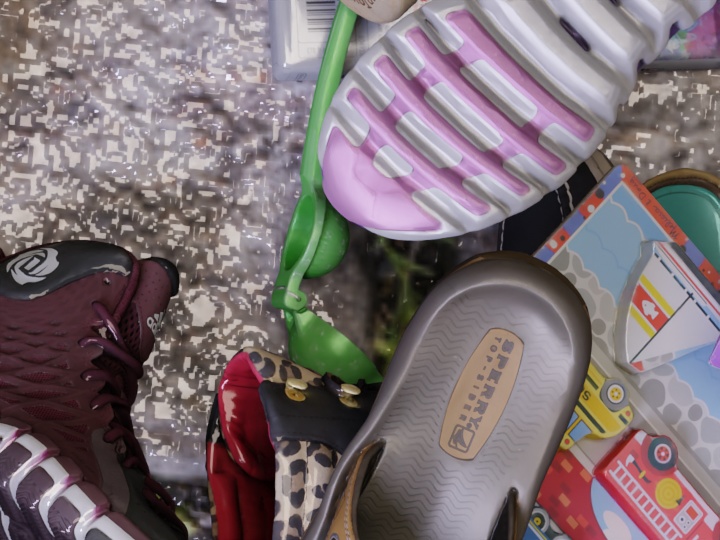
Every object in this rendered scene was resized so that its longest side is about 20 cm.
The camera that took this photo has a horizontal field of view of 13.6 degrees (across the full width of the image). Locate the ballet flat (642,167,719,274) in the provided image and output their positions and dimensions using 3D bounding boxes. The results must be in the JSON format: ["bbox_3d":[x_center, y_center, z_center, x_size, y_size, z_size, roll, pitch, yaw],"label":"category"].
[{"bbox_3d":[0.125,0.064,1.118,0.068,0.063,0.202,3,85,13],"label":"ballet flat"}]

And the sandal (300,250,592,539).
[{"bbox_3d":[0.024,0.093,0.973,0.081,0.055,0.201,22,98,-7],"label":"sandal"}]

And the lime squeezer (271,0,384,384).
[{"bbox_3d":[0.000,0.000,1.108,0.070,0.038,0.201,-18,93,1],"label":"lime squeezer"}]

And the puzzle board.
[{"bbox_3d":[0.108,0.085,1.042,0.151,0.017,0.200,-46,103,-20],"label":"puzzle board"}]

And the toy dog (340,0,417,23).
[{"bbox_3d":[-0.011,-0.183,1.081,0.199,0.096,0.132,28,66,-5],"label":"toy dog"}]

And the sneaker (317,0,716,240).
[{"bbox_3d":[0.065,-0.083,1.090,0.200,0.088,0.081,-42,94,-11],"label":"sneaker"}]

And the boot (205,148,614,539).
[{"bbox_3d":[0.025,0.045,1.064,0.150,0.073,0.201,7,77,-24],"label":"boot"}]

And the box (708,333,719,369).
[{"bbox_3d":[0.214,-0.001,1.082,0.136,0.039,0.200,26,36,5],"label":"box"}]

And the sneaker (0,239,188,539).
[{"bbox_3d":[-0.086,0.048,1.044,0.200,0.076,0.115,34,64,28],"label":"sneaker"}]

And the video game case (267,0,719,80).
[{"bbox_3d":[0.050,-0.174,1.158,0.181,0.024,0.201,-2,82,-11],"label":"video game case"}]
